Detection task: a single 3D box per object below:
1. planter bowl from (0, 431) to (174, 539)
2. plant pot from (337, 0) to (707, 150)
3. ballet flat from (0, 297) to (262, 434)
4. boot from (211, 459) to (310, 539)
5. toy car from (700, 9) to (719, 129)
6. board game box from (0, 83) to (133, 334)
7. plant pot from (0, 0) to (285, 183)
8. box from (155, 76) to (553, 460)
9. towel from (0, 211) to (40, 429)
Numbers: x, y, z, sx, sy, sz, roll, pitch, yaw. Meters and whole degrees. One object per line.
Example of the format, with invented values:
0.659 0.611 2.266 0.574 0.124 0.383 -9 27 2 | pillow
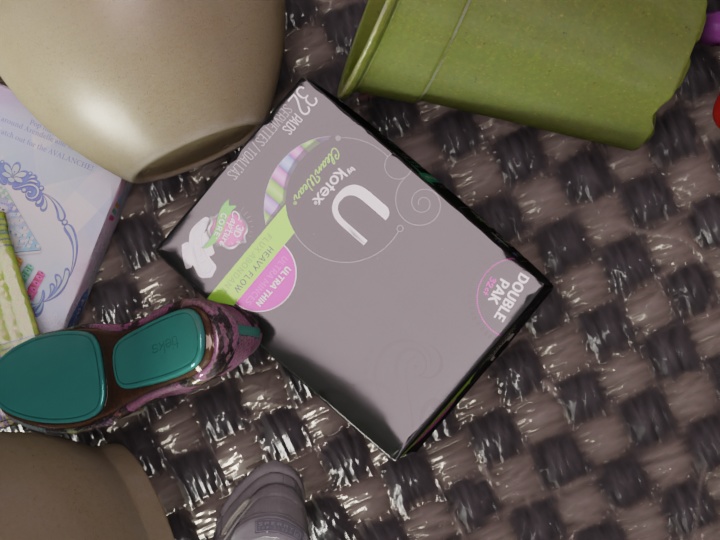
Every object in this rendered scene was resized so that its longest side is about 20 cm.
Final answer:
-0.192 0.185 1.668 0.134 0.200 0.201 -20 85 -21 | planter bowl
0.108 -0.163 1.651 0.189 0.200 0.201 23 90 -6 | plant pot
-0.140 0.061 1.645 0.200 0.071 0.069 -17 72 38 | ballet flat
-0.077 0.218 1.698 0.073 0.096 0.200 21 118 -9 | boot
0.280 -0.143 1.642 0.150 0.175 0.201 -10 86 38 | toy car
-0.268 -0.029 1.746 0.199 0.043 0.200 22 92 7 | board game box
-0.127 -0.133 1.653 0.200 0.200 0.135 -24 84 5 | plant pot
0.000 0.000 1.673 0.200 0.124 0.149 41 94 6 | box
-0.304 0.053 1.717 0.199 0.023 0.144 -18 87 6 | towel
